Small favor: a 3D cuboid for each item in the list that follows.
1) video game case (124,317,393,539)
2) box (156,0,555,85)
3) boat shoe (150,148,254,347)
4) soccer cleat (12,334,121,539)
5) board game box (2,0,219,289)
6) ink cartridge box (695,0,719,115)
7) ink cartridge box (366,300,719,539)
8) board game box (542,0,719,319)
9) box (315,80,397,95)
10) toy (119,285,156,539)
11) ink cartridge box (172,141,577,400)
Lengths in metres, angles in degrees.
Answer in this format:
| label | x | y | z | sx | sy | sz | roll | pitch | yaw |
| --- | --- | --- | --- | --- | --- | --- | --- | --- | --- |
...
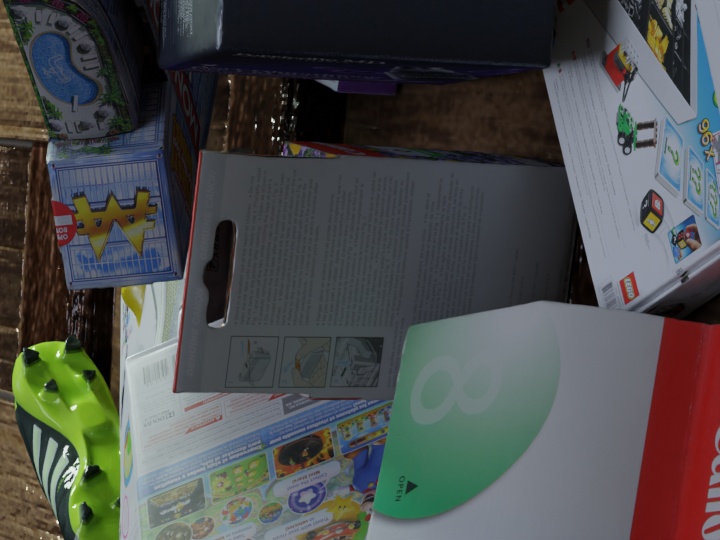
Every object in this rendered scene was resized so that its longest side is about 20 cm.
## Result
| label | x | y | z | sx | sy | sz | roll | pitch | yaw |
| --- | --- | --- | --- | --- | --- | --- | --- | --- | --- |
| video game case | -0.038 | 0.089 | 1.257 | 0.143 | 0.018 | 0.200 | -22 | 41 | 11 |
| box | -0.007 | -0.140 | 1.210 | 0.200 | 0.148 | 0.104 | -168 | 81 | -79 |
| boat shoe | -0.064 | 0.038 | 1.370 | 0.065 | 0.074 | 0.202 | -41 | 47 | 50 |
| soccer cleat | -0.154 | 0.125 | 1.576 | 0.081 | 0.067 | 0.200 | 97 | 153 | -43 |
| board game box | -0.120 | -0.100 | 1.341 | 0.200 | 0.062 | 0.200 | 76 | -170 | -48 |
| ink cartridge box | 0.180 | -0.125 | 1.044 | 0.104 | 0.059 | 0.200 | -35 | 59 | 52 |
| ink cartridge box | 0.091 | 0.087 | 1.087 | 0.200 | 0.050 | 0.161 | -14 | 54 | 41 |
| board game box | 0.127 | -0.088 | 1.150 | 0.126 | 0.035 | 0.200 | -39 | 56 | 52 |
| box | -0.013 | -0.202 | 1.378 | 0.137 | 0.039 | 0.200 | 31 | 115 | 54 |
| toy | -0.098 | 0.077 | 1.439 | 0.115 | 0.047 | 0.200 | 120 | 147 | -58 |
| ink cartridge box | 0.000 | 0.000 | 1.194 | 0.050 | 0.200 | 0.109 | 19 | 104 | 56 |
